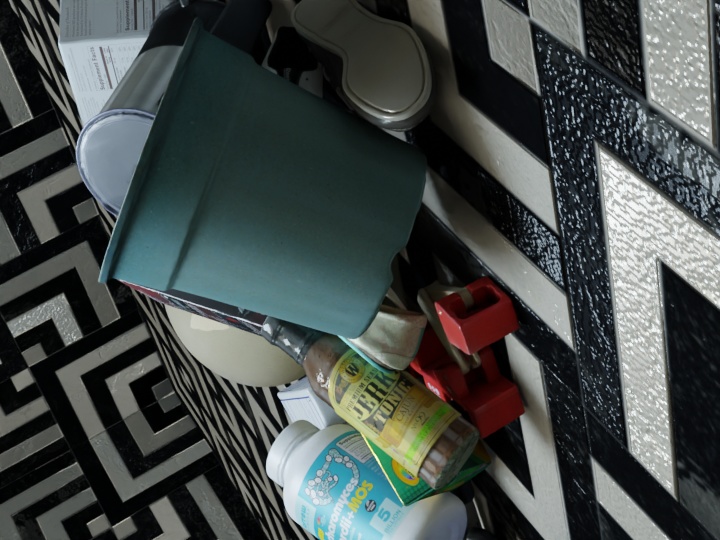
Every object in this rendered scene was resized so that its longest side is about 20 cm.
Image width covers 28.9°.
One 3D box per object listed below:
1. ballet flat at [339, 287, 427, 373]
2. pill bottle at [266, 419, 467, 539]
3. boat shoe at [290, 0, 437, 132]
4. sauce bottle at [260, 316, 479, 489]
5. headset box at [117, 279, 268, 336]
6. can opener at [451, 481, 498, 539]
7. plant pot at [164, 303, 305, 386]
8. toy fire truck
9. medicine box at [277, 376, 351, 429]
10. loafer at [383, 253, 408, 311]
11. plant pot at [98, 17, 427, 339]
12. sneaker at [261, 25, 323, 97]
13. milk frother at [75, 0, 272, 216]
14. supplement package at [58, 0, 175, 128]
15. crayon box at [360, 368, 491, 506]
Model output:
[{"bbox_3d":[-0.030,0.007,1.134,0.199,0.063,0.067,34,-166,14],"label":"ballet flat"},{"bbox_3d":[0.000,0.226,1.379,0.199,0.111,0.112,30,150,31],"label":"pill bottle"},{"bbox_3d":[0.011,-0.145,1.005,0.057,0.067,0.200,52,180,-39],"label":"boat shoe"},{"bbox_3d":[0.003,0.097,1.149,0.199,0.065,0.065,35,158,16],"label":"sauce bottle"},{"bbox_3d":[-0.120,-0.030,1.275,0.198,0.150,0.075,17,170,31],"label":"headset box"},{"bbox_3d":[0.106,0.230,1.410,0.066,0.053,0.202,6,129,34],"label":"can opener"},{"bbox_3d":[-0.082,-0.001,1.381,0.202,0.199,0.134,60,146,6],"label":"plant pot"},{"bbox_3d":[0.079,0.060,1.158,0.200,0.048,0.143,35,149,63],"label":"toy fire truck"},{"bbox_3d":[0.005,0.192,1.557,0.184,0.102,0.200,62,167,-1],"label":"medicine box"},{"bbox_3d":[0.000,0.000,1.191,0.076,0.066,0.203,-131,35,-75],"label":"loafer"},{"bbox_3d":[-0.065,-0.053,1.022,0.194,0.203,0.200,20,169,-8],"label":"plant pot"},{"bbox_3d":[-0.068,-0.120,1.166,0.080,0.072,0.202,98,175,-53],"label":"sneaker"},{"bbox_3d":[-0.187,-0.178,1.189,0.198,0.189,0.182,22,131,-2],"label":"milk frother"},{"bbox_3d":[-0.237,-0.262,1.413,0.156,0.109,0.203,89,176,-60],"label":"supplement package"},{"bbox_3d":[0.032,0.112,1.295,0.201,0.058,0.118,59,-161,14],"label":"crayon box"}]
